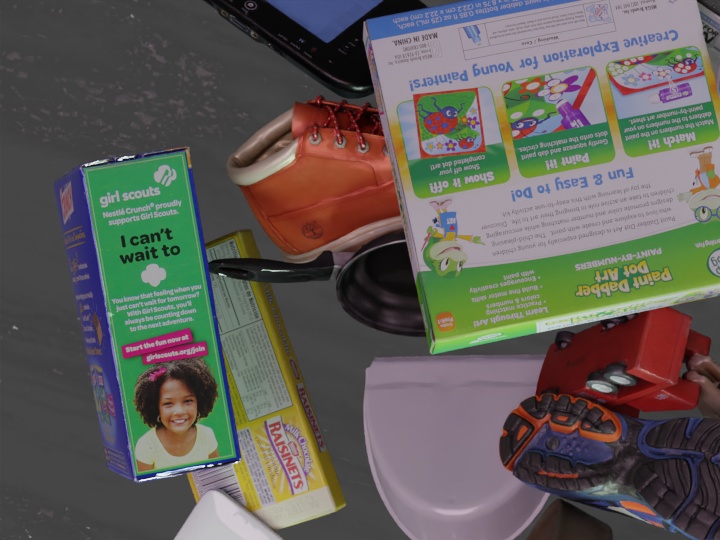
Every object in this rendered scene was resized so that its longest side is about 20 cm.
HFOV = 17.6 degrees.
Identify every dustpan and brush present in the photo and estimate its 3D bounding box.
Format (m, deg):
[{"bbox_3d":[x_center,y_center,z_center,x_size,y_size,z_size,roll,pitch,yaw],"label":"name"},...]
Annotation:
[{"bbox_3d":[0.064,0.155,1.499,0.139,0.057,0.201,-1,57,13],"label":"dustpan and brush"}]

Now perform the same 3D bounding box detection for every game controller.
[{"bbox_3d":[-0.047,-0.185,1.516,0.200,0.104,0.042,36,131,17],"label":"game controller"}]

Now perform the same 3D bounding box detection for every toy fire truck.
[{"bbox_3d":[0.207,0.070,1.421,0.140,0.200,0.049,23,70,-15],"label":"toy fire truck"}]

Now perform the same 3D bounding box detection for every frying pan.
[{"bbox_3d":[0.004,0.009,1.506,0.189,0.115,0.031,-4,56,7],"label":"frying pan"}]

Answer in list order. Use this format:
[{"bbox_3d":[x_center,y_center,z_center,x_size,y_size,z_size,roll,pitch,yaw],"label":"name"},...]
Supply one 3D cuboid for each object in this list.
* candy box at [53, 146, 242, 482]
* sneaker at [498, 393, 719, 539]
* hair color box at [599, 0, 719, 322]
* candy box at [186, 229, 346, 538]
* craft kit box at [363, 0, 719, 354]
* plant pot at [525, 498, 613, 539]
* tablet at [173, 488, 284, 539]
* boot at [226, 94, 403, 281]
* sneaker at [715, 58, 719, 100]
[{"bbox_3d":[-0.140,0.028,1.505,0.077,0.169,0.201,-12,91,-12],"label":"candy box"},{"bbox_3d":[0.187,0.123,1.422,0.199,0.078,0.076,18,83,26],"label":"sneaker"},{"bbox_3d":[0.172,-0.080,1.455,0.109,0.065,0.200,37,109,15],"label":"hair color box"},{"bbox_3d":[-0.088,0.082,1.595,0.102,0.026,0.201,-20,87,22],"label":"candy box"},{"bbox_3d":[0.117,-0.068,1.362,0.199,0.049,0.199,-11,77,-4],"label":"craft kit box"},{"bbox_3d":[0.156,0.267,1.438,0.173,0.200,0.201,26,104,2],"label":"plant pot"},{"bbox_3d":[-0.056,0.255,1.590,0.200,0.014,0.130,38,113,10],"label":"tablet"},{"bbox_3d":[0.010,-0.077,1.493,0.199,0.075,0.107,-28,119,21],"label":"boot"},{"bbox_3d":[0.256,-0.143,1.355,0.080,0.200,0.077,14,127,36],"label":"sneaker"}]
